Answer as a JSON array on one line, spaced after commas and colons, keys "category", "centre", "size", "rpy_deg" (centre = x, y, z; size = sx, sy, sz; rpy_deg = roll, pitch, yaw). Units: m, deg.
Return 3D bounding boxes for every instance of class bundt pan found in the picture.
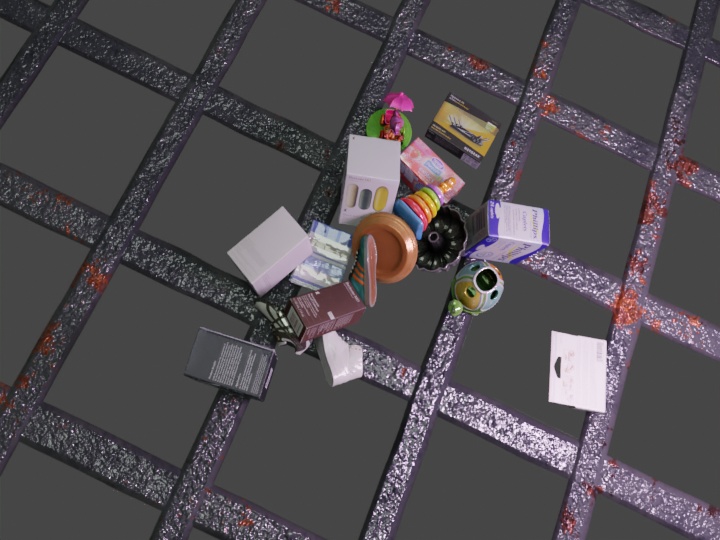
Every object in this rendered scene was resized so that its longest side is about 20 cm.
[{"category": "bundt pan", "centre": [0.219, -0.082, 1.620], "size": [0.196, 0.076, 0.208], "rpy_deg": [-9, 68, 21]}]

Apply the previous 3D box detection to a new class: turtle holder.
[{"category": "turtle holder", "centre": [0.319, 0.047, 1.596], "size": [0.180, 0.132, 0.145], "rpy_deg": [-9, 76, -10]}]

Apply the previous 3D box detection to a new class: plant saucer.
[{"category": "plant saucer", "centre": [0.063, -0.058, 1.576], "size": [0.194, 0.037, 0.207], "rpy_deg": [7, 111, 19]}]

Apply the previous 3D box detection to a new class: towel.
[{"category": "towel", "centre": [-0.107, -0.034, 1.622], "size": [0.143, 0.024, 0.205], "rpy_deg": [21, 73, -2]}]

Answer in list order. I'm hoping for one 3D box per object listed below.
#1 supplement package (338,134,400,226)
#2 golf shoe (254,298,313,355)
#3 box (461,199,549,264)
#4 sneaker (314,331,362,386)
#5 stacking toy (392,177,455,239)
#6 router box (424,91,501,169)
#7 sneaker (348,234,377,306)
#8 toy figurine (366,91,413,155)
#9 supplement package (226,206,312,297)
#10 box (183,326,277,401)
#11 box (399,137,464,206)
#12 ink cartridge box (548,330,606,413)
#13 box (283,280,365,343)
[{"category": "supplement package", "centre": [0.023, -0.245, 1.584], "size": [0.147, 0.202, 0.154], "rpy_deg": [7, 54, -5]}, {"category": "golf shoe", "centre": [-0.219, 0.151, 1.530], "size": [0.197, 0.078, 0.096], "rpy_deg": [31, 86, 13]}, {"category": "box", "centre": [0.406, -0.104, 1.606], "size": [0.194, 0.184, 0.108], "rpy_deg": [6, 73, -15]}, {"category": "sneaker", "centre": [-0.057, 0.207, 1.546], "size": [0.112, 0.074, 0.205], "rpy_deg": [-8, 69, -26]}, {"category": "stacking toy", "centre": [0.193, -0.197, 1.580], "size": [0.199, 0.117, 0.110], "rpy_deg": [-41, 74, -11]}, {"category": "router box", "centre": [0.323, -0.440, 1.770], "size": [0.197, 0.052, 0.160], "rpy_deg": [31, 73, 2]}, {"category": "sneaker", "centre": [0.000, 0.000, 1.562], "size": [0.078, 0.071, 0.207], "rpy_deg": [7, 108, 22]}, {"category": "toy figurine", "centre": [0.096, -0.435, 1.672], "size": [0.145, 0.184, 0.207], "rpy_deg": [7, 74, -5]}, {"category": "supplement package", "centre": [-0.244, -0.049, 1.546], "size": [0.199, 0.120, 0.122], "rpy_deg": [-40, 73, -11]}, {"category": "box", "centre": [-0.321, 0.242, 1.428], "size": [0.191, 0.200, 0.127], "rpy_deg": [19, 74, -1]}, {"category": "box", "centre": [0.202, -0.280, 1.686], "size": [0.095, 0.103, 0.200], "rpy_deg": [-43, 83, -15]}, {"category": "ink cartridge box", "centre": [0.613, 0.289, 1.612], "size": [0.171, 0.045, 0.206], "rpy_deg": [11, 73, -5]}, {"category": "box", "centre": [-0.093, 0.108, 1.503], "size": [0.196, 0.076, 0.101], "rpy_deg": [-16, 60, -37]}]
